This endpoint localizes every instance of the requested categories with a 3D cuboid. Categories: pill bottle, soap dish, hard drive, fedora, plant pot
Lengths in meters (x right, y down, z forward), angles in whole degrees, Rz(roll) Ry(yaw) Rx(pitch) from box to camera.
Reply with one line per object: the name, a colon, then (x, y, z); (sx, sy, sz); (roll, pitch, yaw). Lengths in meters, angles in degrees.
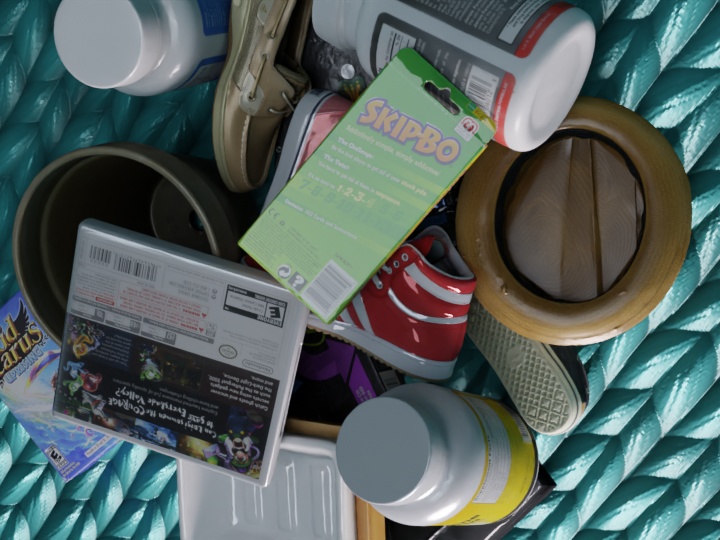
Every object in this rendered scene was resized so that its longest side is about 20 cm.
pill bottle: (-0.166, -0.207, 1.074); (0.112, 0.200, 0.112); (6, 106, 20)
soap dish: (-0.067, 0.199, 1.126); (0.200, 0.081, 0.157); (4, 101, 33)
pill bottle: (0.069, -0.183, 0.987); (0.200, 0.116, 0.116); (30, 114, 22)
hard drive: (-0.006, -0.145, 1.117); (0.140, 0.038, 0.200); (7, 106, 20)
fedora: (0.173, -0.038, 1.035); (0.200, 0.082, 0.201); (-2, 84, 15)
pill bottle: (0.062, 0.150, 1.032); (0.112, 0.200, 0.112); (-6, 78, 27)
plant pot: (-0.178, -0.029, 1.141); (0.200, 0.174, 0.200); (6, 108, 19)

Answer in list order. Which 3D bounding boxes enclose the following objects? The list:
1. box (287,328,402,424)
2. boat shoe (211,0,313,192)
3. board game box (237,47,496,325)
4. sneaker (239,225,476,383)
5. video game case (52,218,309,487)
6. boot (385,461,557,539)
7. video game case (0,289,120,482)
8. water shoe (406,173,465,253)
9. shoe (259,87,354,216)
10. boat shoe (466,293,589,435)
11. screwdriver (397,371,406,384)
box: (-0.053, 0.119, 1.179); (0.200, 0.036, 0.143); (-36, 72, 34)
boat shoe: (-0.079, -0.159, 1.083); (0.064, 0.071, 0.200); (14, 108, 20)
board game box: (0.006, -0.063, 0.962); (0.096, 0.030, 0.200); (42, 106, 4)
sneaker: (0.000, 0.000, 1.032); (0.200, 0.071, 0.113); (24, 115, 14)
video game case: (-0.150, 0.069, 1.053); (0.200, 0.023, 0.182); (17, 111, 9)
boot: (0.057, 0.199, 1.170); (0.165, 0.066, 0.200); (45, 114, 11)
video game case: (-0.284, 0.089, 1.290); (0.200, 0.045, 0.181); (-39, 87, 26)
water shoe: (0.076, -0.042, 1.075); (0.079, 0.071, 0.200); (35, 112, 45)
shoe: (-0.028, -0.047, 1.087); (0.091, 0.071, 0.200); (27, 113, 24)
boat shoe: (0.136, 0.047, 1.101); (0.075, 0.062, 0.200); (-36, 74, 31)
screwdriver: (-0.012, 0.025, 1.181); (0.028, 0.029, 0.200); (-29, 83, 27)
